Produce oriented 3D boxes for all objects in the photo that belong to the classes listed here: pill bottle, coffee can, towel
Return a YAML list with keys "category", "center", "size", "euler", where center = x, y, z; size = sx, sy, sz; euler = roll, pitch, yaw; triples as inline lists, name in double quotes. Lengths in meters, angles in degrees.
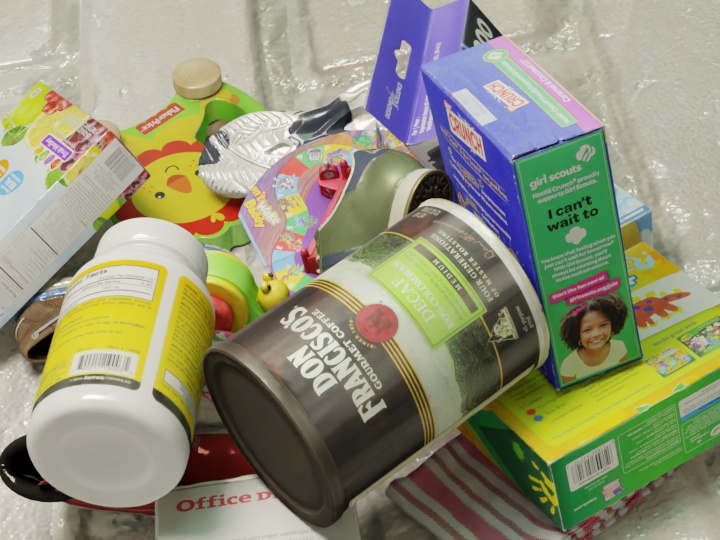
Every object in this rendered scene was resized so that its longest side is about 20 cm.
- category: "pill bottle"
  center: [-0.164, 0.060, 1.420]
  size: [0.112, 0.113, 0.200]
  euler: [-2, 43, 9]
- category: "coffee can"
  center: [0.011, 0.062, 1.397]
  size: [0.200, 0.147, 0.146]
  euler: [-35, 46, -22]
- category: "towel"
  center: [0.135, 0.147, 1.507]
  size: [0.200, 0.030, 0.146]
  euler: [-34, 45, -26]

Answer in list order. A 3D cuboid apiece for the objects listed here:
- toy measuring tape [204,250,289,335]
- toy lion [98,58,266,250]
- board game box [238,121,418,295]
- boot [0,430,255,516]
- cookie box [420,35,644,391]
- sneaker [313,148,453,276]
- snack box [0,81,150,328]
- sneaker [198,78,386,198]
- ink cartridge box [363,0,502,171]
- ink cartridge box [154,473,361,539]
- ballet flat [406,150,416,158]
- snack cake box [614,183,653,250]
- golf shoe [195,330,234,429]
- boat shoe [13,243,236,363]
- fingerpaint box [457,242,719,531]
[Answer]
- category: "toy measuring tape"
  center: [-0.153, 0.024, 1.574]
  size: [0.199, 0.074, 0.074]
  euler: [-8, 39, 15]
- category: "toy lion"
  center: [-0.154, -0.091, 1.826]
  size: [0.191, 0.069, 0.200]
  euler: [34, 55, 31]
- category: "board game box"
  center: [-0.009, -0.045, 1.597]
  size: [0.157, 0.039, 0.200]
  euler: [-23, 53, -7]
- category: "boot"
  center: [-0.157, 0.149, 1.467]
  size: [0.199, 0.144, 0.073]
  euler: [-2, 80, 16]
- category: "cookie box"
  center: [0.124, -0.044, 1.447]
  size: [0.075, 0.201, 0.171]
  euler: [-22, 34, -10]
- category: "sneaker"
  center: [0.000, 0.000, 1.526]
  size: [0.090, 0.201, 0.067]
  euler: [32, 20, 37]
- category: "snack box"
  center: [-0.298, -0.054, 1.723]
  size: [0.200, 0.068, 0.169]
  euler: [-48, 34, -7]
- category: "sneaker"
  center: [-0.037, -0.105, 1.789]
  size: [0.199, 0.130, 0.080]
  euler: [-25, 74, 8]
- category: "ink cartridge box"
  center: [0.093, -0.130, 1.619]
  size: [0.043, 0.200, 0.199]
  euler: [-32, 28, 31]
- category: "ink cartridge box"
  center: [-0.065, 0.240, 1.392]
  size: [0.145, 0.088, 0.200]
  euler: [-8, 41, 0]
- category: "ballet flat"
  center: [0.019, -0.054, 1.692]
  size: [0.200, 0.068, 0.075]
  euler: [-18, 27, 41]
- category: "snack cake box"
  center: [0.132, -0.010, 1.663]
  size: [0.200, 0.067, 0.115]
  euler: [-28, 44, -21]
- category: "golf shoe"
  center: [-0.136, 0.092, 1.540]
  size: [0.199, 0.092, 0.076]
  euler: [12, 49, -6]
- category: "boat shoe"
  center: [-0.192, 0.038, 1.676]
  size: [0.199, 0.072, 0.073]
  euler: [-16, 44, 8]
- category: "fingerpaint box"
  center: [0.182, 0.083, 1.491]
  size: [0.199, 0.074, 0.167]
  euler: [-27, 37, -17]
